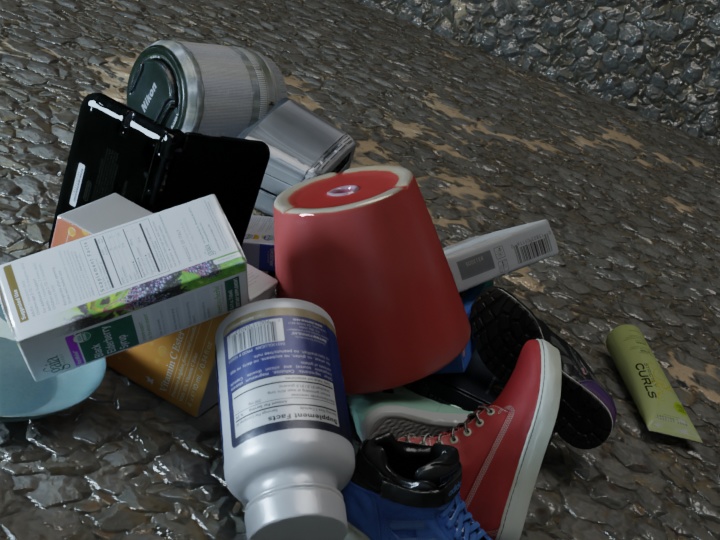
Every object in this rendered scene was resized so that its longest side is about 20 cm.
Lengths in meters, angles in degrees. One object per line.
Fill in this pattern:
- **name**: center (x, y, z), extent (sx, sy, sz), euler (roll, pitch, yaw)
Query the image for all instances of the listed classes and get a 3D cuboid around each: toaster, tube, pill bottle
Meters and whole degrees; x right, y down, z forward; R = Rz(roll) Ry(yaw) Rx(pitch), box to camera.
- **toaster**: center (-0.094, -0.154, 1.514), extent (0.129, 0.114, 0.200), euler (30, 42, 9)
- **tube**: center (0.366, 0.145, 1.370), extent (0.058, 0.052, 0.200), euler (-21, 33, 7)
- **pill bottle**: center (-0.064, 0.134, 0.918), extent (0.110, 0.111, 0.201), euler (9, 50, -24)

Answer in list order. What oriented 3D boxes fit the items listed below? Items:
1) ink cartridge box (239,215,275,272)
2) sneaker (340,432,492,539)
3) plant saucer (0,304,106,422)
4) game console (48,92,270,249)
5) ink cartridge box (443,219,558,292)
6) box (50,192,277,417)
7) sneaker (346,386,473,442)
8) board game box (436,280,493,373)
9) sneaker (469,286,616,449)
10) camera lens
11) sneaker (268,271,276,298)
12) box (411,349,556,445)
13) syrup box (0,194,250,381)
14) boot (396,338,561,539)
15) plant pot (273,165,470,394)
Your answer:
- **ink cartridge box**: center (-0.152, -0.036, 1.268), extent (0.199, 0.042, 0.119), euler (3, 18, 2)
- **sneaker**: center (0.075, 0.212, 0.914), extent (0.199, 0.112, 0.077), euler (28, 25, 14)
- **plant saucer**: center (-0.328, 0.082, 0.954), extent (0.200, 0.039, 0.201), euler (17, 24, -8)
- **game console**: center (-0.220, -0.075, 1.168), extent (0.175, 0.201, 0.116), euler (28, 24, 17)
- **ink cartridge box**: center (0.111, -0.004, 1.285), extent (0.159, 0.048, 0.200), euler (-20, 2, -31)
- **box**: center (-0.201, 0.030, 1.055), extent (0.199, 0.125, 0.097), euler (27, 25, 14)
- **sneaker**: center (0.080, 0.153, 1.093), extent (0.199, 0.074, 0.118), euler (18, 13, -21)
- **board game box**: center (0.062, 0.060, 1.221), extent (0.151, 0.045, 0.200), euler (-5, 18, 20)
- **sneaker**: center (0.196, 0.100, 1.161), extent (0.200, 0.076, 0.087), euler (51, 24, 6)
- **camera lens**: center (-0.226, -0.249, 1.572), extent (0.199, 0.161, 0.160), euler (-7, 36, -46)
- **sneaker**: center (-0.095, 0.036, 1.215), extent (0.199, 0.060, 0.104), euler (-1, 17, -24)
- **box**: center (0.155, 0.127, 1.228), extent (0.157, 0.051, 0.200), euler (26, 26, 9)
- **syrup box**: center (-0.202, 0.015, 0.928), extent (0.199, 0.079, 0.082), euler (-21, 62, -15)
- **boot**: center (0.099, 0.143, 0.999), extent (0.144, 0.201, 0.072), euler (19, -12, -1)
- **plant pot**: center (0.000, 0.000, 1.079), extent (0.199, 0.178, 0.201), euler (-11, 19, 4)
